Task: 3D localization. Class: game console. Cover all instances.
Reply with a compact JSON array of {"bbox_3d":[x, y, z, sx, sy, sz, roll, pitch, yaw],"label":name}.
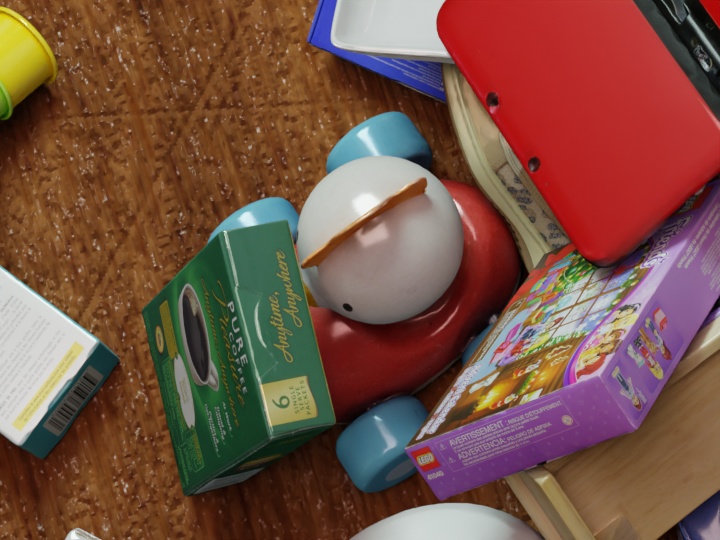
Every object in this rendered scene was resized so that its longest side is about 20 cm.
[{"bbox_3d":[0.170,-0.119,1.555,0.172,0.119,0.200,-10,55,-32],"label":"game console"}]

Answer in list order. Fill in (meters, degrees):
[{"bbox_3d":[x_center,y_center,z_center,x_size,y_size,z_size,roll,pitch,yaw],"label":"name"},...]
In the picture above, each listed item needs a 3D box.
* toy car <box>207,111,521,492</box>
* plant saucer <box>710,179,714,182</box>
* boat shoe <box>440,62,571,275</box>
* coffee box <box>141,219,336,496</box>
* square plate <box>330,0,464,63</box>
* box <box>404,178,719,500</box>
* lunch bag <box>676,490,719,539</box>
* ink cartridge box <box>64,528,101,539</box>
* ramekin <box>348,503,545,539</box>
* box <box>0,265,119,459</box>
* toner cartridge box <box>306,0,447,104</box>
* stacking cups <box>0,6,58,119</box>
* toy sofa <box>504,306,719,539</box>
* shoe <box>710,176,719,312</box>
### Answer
[{"bbox_3d":[0.000,0.000,1.622,0.177,0.200,0.185,-34,71,2],"label":"toy car"},{"bbox_3d":[0.259,-0.167,1.690,0.200,0.048,0.200,-29,72,4],"label":"plant saucer"},{"bbox_3d":[0.112,-0.051,1.653,0.063,0.073,0.200,-26,99,22],"label":"boat shoe"},{"bbox_3d":[-0.073,0.054,1.623,0.044,0.200,0.123,-10,78,-20],"label":"coffee box"},{"bbox_3d":[0.092,-0.185,1.659,0.197,0.028,0.200,6,50,4],"label":"square plate"},{"bbox_3d":[0.121,0.035,1.516,0.137,0.200,0.039,-24,108,38],"label":"box"},{"bbox_3d":[0.268,0.178,1.553,0.136,0.132,0.200,-35,71,2],"label":"lunch bag"},{"bbox_3d":[-0.137,0.240,1.590,0.083,0.200,0.147,26,83,17],"label":"ink cartridge box"},{"bbox_3d":[0.048,0.226,1.566,0.200,0.098,0.201,-16,47,18],"label":"ramekin"},{"bbox_3d":[-0.253,0.026,1.750,0.200,0.049,0.082,36,85,18],"label":"box"},{"bbox_3d":[0.074,-0.146,1.708,0.200,0.043,0.095,25,110,17],"label":"toner cartridge box"},{"bbox_3d":[-0.274,-0.077,1.743,0.060,0.061,0.200,35,66,18],"label":"stacking cups"},{"bbox_3d":[0.173,0.076,1.514,0.200,0.098,0.083,-37,109,-6],"label":"toy sofa"},{"bbox_3d":[0.233,-0.034,1.610,0.071,0.091,0.201,15,96,-3],"label":"shoe"}]
